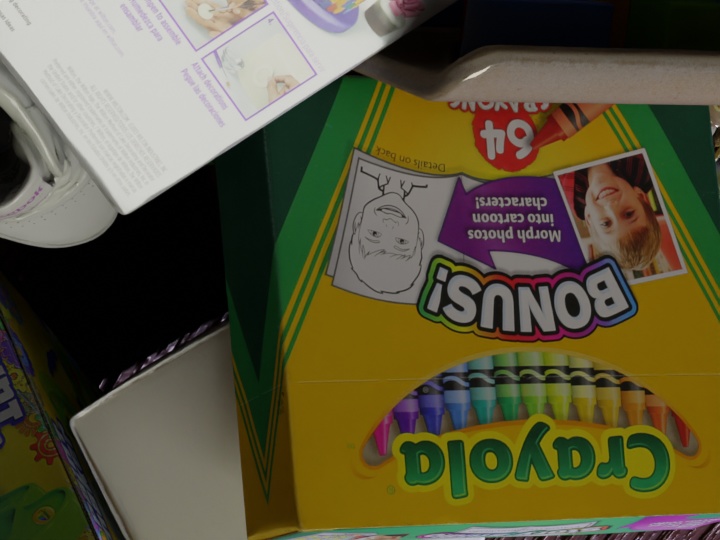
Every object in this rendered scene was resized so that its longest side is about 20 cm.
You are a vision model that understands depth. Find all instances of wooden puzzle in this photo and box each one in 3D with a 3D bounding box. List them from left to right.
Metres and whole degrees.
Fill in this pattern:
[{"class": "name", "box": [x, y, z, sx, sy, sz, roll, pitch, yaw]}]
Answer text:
[{"class": "wooden puzzle", "box": [0.067, -0.095, 1.130, 0.184, 0.200, 0.047, -1, 100, -28]}]

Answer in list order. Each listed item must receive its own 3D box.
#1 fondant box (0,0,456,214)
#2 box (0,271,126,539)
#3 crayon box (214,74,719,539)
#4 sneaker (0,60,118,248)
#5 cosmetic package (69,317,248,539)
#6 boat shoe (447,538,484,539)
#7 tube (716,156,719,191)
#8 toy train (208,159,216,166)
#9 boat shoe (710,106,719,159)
[{"class": "fondant box", "box": [-0.044, -0.134, 1.027, 0.199, 0.058, 0.145, -32, 122, 6]}, {"class": "box", "box": [-0.148, 0.124, 1.228, 0.122, 0.201, 0.193, -28, 148, 1]}, {"class": "crayon box", "box": [0.049, 0.016, 1.150, 0.199, 0.174, 0.058, 0, 166, -25]}, {"class": "sneaker", "box": [-0.140, -0.042, 1.094, 0.075, 0.100, 0.200, -33, 150, 6]}, {"class": "cosmetic package", "box": [-0.052, 0.068, 1.247, 0.103, 0.088, 0.200, -29, -178, 1]}, {"class": "boat shoe", "box": [-0.026, 0.132, 1.472, 0.199, 0.072, 0.068, -8, 165, -42]}, {"class": "tube", "box": [0.212, -0.058, 1.324, 0.052, 0.058, 0.200, -28, 175, -23]}, {"class": "toy train", "box": [0.000, 0.000, 1.192, 0.056, 0.200, 0.042, -37, 180, -2]}, {"class": "boat shoe", "box": [0.130, -0.073, 1.296, 0.199, 0.067, 0.074, -16, 146, -21]}]
